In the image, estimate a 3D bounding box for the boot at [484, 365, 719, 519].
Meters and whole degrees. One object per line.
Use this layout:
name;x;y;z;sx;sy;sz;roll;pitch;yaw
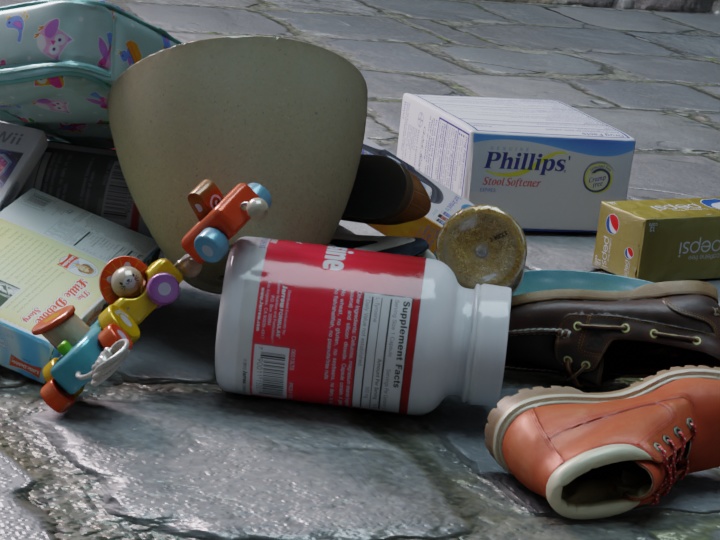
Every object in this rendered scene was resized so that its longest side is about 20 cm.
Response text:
boot;0.192;0.118;1.330;0.199;0.075;0.107;-7;21;-17

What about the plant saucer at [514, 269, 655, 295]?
plant saucer;0.204;0.038;1.710;0.199;0.028;0.200;6;15;-2

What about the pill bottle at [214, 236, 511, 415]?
pill bottle;0.003;0.042;1.441;0.199;0.113;0.112;7;15;2

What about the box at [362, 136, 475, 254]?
box;0.037;-0.063;1.868;0.200;0.042;0.119;30;19;4

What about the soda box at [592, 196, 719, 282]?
soda box;0.319;-0.031;1.948;0.199;0.064;0.068;-4;18;-34

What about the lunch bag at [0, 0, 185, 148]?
lunch bag;-0.224;-0.149;1.630;0.160;0.077;0.200;-6;-16;29

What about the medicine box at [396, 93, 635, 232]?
medicine box;0.155;-0.112;2.107;0.182;0.103;0.200;1;16;-20

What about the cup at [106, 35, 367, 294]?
cup;-0.089;-0.065;1.540;0.199;0.144;0.200;-3;-23;-1

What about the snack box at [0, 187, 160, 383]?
snack box;-0.238;0.007;1.510;0.116;0.037;0.200;23;27;9

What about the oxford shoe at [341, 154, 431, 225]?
oxford shoe;-0.032;-0.070;1.673;0.200;0.072;0.071;18;-3;32

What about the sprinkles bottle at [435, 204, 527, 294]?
sprinkles bottle;0.094;-0.009;1.572;0.068;0.069;0.200;8;-3;4

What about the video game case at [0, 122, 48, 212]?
video game case;-0.348;-0.046;1.585;0.143;0.018;0.200;11;51;18

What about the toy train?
toy train;-0.150;0.008;1.389;0.200;0.056;0.150;-48;7;-38

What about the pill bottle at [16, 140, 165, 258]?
pill bottle;-0.255;-0.049;1.669;0.199;0.114;0.114;8;15;6

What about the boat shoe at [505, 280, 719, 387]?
boat shoe;0.179;0.053;1.553;0.199;0.071;0.070;-7;-30;5

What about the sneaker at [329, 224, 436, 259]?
sneaker;0.000;0.000;1.674;0.129;0.080;0.199;10;9;-9
